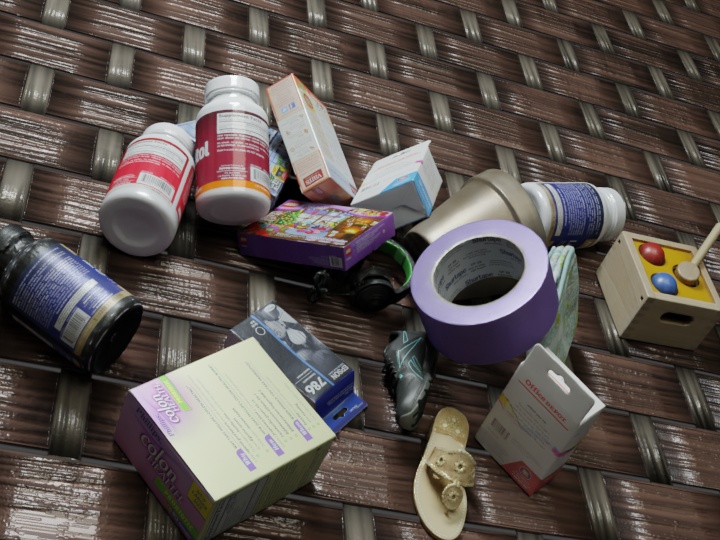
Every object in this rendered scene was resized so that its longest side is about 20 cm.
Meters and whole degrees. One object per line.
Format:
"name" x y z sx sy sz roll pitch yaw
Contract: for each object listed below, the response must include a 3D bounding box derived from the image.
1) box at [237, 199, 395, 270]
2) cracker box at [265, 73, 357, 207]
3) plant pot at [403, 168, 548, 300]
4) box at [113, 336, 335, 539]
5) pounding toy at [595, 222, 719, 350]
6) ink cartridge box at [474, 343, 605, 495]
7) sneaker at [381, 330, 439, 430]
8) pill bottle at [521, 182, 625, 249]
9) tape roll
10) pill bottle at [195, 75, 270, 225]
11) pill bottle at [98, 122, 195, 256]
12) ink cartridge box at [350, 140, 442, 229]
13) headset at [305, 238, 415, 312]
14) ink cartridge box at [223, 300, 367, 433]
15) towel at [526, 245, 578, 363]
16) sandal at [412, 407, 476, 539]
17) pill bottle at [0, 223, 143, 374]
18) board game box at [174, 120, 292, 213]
"box" -0.066 -0.055 1.661 0.197 0.040 0.136 9 28 33
"cracker box" -0.074 -0.196 1.787 0.134 0.057 0.203 37 29 -62
"plant pot" 0.168 -0.034 1.751 0.171 0.202 0.201 -23 58 -23
"box" -0.164 0.203 1.357 0.198 0.097 0.176 -21 59 -43
"pounding toy" 0.534 0.014 1.914 0.197 0.143 0.186 10 42 -19
"ink cartridge box" 0.250 0.193 1.515 0.067 0.202 0.117 -22 59 -43
"sneaker" 0.063 0.151 1.572 0.078 0.076 0.201 16 30 3
"pill bottle" 0.361 -0.097 1.960 0.197 0.117 0.117 -3 47 -31
"tape roll" 0.175 0.028 1.571 0.196 0.086 0.202 -13 43 13
"pill bottle" -0.190 -0.180 1.664 0.111 0.113 0.204 6 67 -23
"pill bottle" -0.302 -0.124 1.623 0.110 0.113 0.202 19 40 -9
"ink cartridge box" 0.064 -0.133 1.809 0.069 0.114 0.201 63 22 -18
"headset" 0.000 0.000 1.670 0.198 0.095 0.124 -25 61 -36
"ink cartridge box" -0.083 0.132 1.526 0.199 0.039 0.099 39 40 13
"towel" 0.291 0.078 1.689 0.047 0.174 0.201 7 34 21
"sandal" 0.120 0.251 1.483 0.076 0.070 0.213 20 40 -7
"pill bottle" -0.382 0.031 1.410 0.199 0.113 0.112 35 40 9
"board game box" -0.202 -0.193 1.795 0.197 0.062 0.201 25 39 -3
